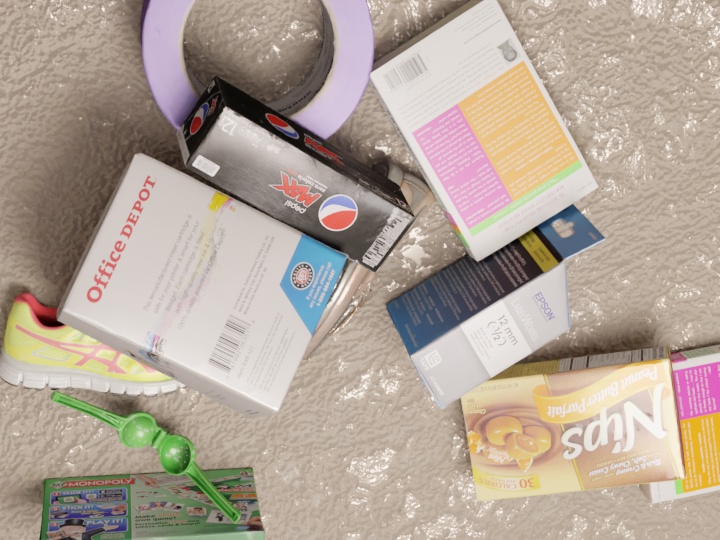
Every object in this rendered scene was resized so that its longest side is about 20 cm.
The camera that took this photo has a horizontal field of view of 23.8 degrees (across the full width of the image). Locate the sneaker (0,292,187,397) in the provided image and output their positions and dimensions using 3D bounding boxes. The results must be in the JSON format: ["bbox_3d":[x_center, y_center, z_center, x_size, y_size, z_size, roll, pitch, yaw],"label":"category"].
[{"bbox_3d":[-0.226,0.060,1.536,0.197,0.078,0.091,2,105,-9],"label":"sneaker"}]

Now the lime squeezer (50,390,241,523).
[{"bbox_3d":[-0.190,0.162,1.546,0.199,0.071,0.038,35,117,-4],"label":"lime squeezer"}]

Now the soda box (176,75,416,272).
[{"bbox_3d":[-0.054,-0.079,1.433,0.199,0.071,0.064,30,108,-25],"label":"soda box"}]

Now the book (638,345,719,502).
[{"bbox_3d":[0.364,0.138,1.657,0.198,0.048,0.135,-9,103,-6],"label":"book"}]

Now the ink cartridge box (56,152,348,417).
[{"bbox_3d":[-0.140,0.016,1.457,0.199,0.145,0.148,27,79,-8],"label":"ink cartridge box"}]

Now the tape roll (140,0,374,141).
[{"bbox_3d":[-0.090,-0.200,1.471,0.197,0.085,0.202,-2,107,-8],"label":"tape roll"}]

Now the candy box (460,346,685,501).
[{"bbox_3d":[0.199,0.144,1.603,0.198,0.055,0.117,-8,100,10],"label":"candy box"}]

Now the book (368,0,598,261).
[{"bbox_3d":[0.108,-0.127,1.536,0.133,0.048,0.201,-32,107,-4],"label":"book"}]

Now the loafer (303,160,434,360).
[{"bbox_3d":[0.000,0.000,1.557,0.062,0.072,0.201,26,99,-24],"label":"loafer"}]

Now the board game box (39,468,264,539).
[{"bbox_3d":[-0.191,0.226,1.562,0.197,0.135,0.029,-2,108,-7],"label":"board game box"}]

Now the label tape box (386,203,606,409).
[{"bbox_3d":[0.130,0.026,1.542,0.199,0.143,0.066,-30,109,2],"label":"label tape box"}]
